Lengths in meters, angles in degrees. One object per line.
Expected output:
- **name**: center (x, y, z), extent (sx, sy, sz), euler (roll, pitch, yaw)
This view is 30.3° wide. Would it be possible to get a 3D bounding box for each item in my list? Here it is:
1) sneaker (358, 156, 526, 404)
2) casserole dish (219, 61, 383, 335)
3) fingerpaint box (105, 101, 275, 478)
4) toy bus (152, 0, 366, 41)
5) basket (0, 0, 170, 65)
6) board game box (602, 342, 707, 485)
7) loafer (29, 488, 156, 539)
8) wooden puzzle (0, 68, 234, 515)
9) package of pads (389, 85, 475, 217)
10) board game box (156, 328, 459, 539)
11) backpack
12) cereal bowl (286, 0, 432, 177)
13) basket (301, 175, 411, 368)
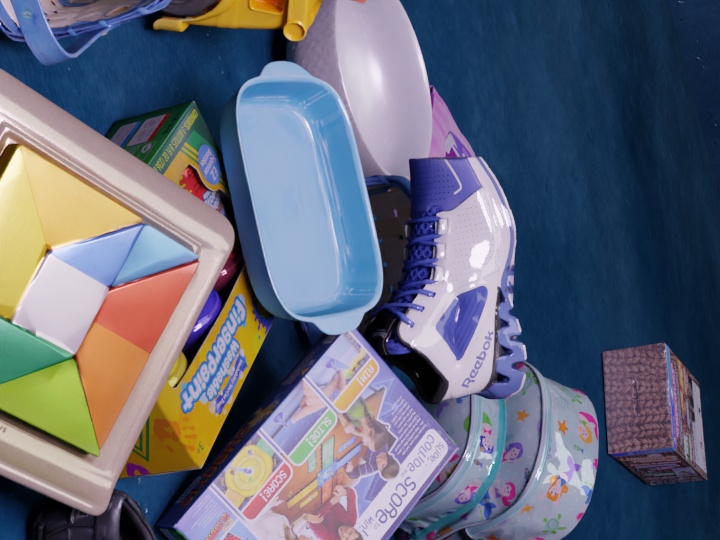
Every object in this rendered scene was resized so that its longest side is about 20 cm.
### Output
- **sneaker**: center (0.056, 0.015, 1.006), extent (0.115, 0.081, 0.200), euler (-15, 98, -33)
- **casserole dish**: center (-0.046, -0.049, 0.960), extent (0.121, 0.039, 0.200), euler (-9, 85, -48)
- **fingerpaint box**: center (-0.136, 0.010, 0.900), extent (0.167, 0.073, 0.200), euler (64, 30, -28)
- **toy bus**: center (-0.062, -0.270, 0.972), extent (0.136, 0.192, 0.200), euler (-70, 169, -47)
- **basket**: center (-0.188, -0.225, 0.808), extent (0.200, 0.139, 0.176), euler (-62, 136, -67)
- **board game box**: center (0.444, 0.220, 1.999), extent (0.200, 0.097, 0.160), euler (39, 46, -54)
- **loafer**: center (-0.134, 0.219, 0.826), extent (0.201, 0.070, 0.068), euler (68, 28, -22)
- **wooden puzzle**: center (-0.173, 0.015, 0.743), extent (0.185, 0.037, 0.200), euler (34, 70, -34)
- **package of pads**: center (0.081, -0.081, 1.387), extent (0.200, 0.076, 0.121), euler (54, 34, -42)
- **board game box**: center (-0.033, 0.155, 0.961), extent (0.135, 0.034, 0.200), euler (50, 62, -16)
- **backpack**: center (0.118, 0.175, 1.224), extent (0.151, 0.200, 0.178), euler (34, 49, -31)
- **cereal bowl**: center (-0.011, -0.170, 1.221), extent (0.200, 0.083, 0.200), euler (37, 47, -55)
- **basket**: center (0.000, 0.000, 1.095), extent (0.200, 0.139, 0.176), euler (-30, 107, -58)
